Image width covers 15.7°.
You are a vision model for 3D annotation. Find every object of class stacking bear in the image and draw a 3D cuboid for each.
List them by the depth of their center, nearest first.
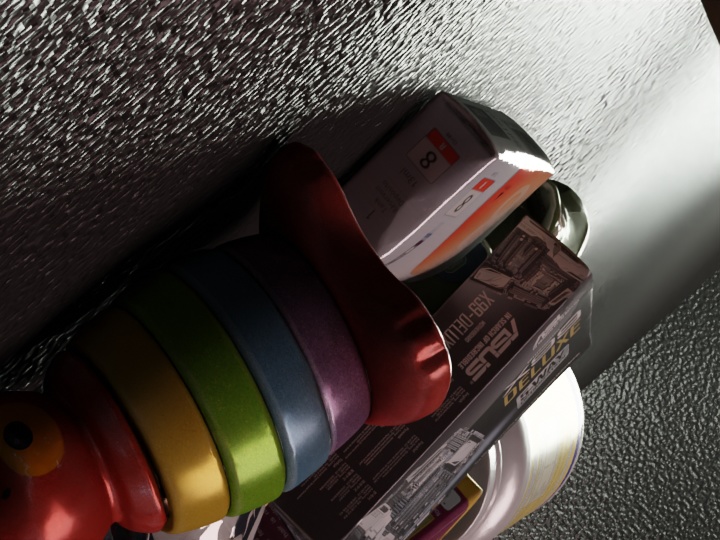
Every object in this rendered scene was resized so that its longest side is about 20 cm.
[{"bbox_3d":[-0.081,0.057,1.052,0.199,0.122,0.114,-29,160,-19],"label":"stacking bear"}]

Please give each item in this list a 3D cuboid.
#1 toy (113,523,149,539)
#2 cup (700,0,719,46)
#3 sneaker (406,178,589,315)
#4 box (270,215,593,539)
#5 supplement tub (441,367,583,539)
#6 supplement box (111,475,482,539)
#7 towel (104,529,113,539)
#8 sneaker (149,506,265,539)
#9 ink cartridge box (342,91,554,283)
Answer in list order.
[{"bbox_3d":[-0.141,0.198,1.300,0.115,0.047,0.202,-122,-144,-68],"label":"toy"},{"bbox_3d":[0.213,-0.163,1.117,0.200,0.143,0.200,-41,171,-7],"label":"cup"},{"bbox_3d":[0.090,-0.022,1.485,0.090,0.067,0.200,-42,169,39],"label":"sneaker"},{"bbox_3d":[0.040,0.075,1.384,0.200,0.050,0.158,-46,167,-8],"label":"box"},{"bbox_3d":[0.057,0.111,1.723,0.145,0.146,0.200,-45,171,18],"label":"supplement tub"},{"bbox_3d":[-0.046,0.153,1.532,0.200,0.131,0.103,-32,167,-42],"label":"supplement box"},{"bbox_3d":[-0.169,0.179,1.113,0.200,0.034,0.194,-49,145,-39],"label":"towel"},{"bbox_3d":[-0.083,0.177,1.337,0.079,0.130,0.200,3,140,-27],"label":"sneaker"},{"bbox_3d":[0.000,0.000,1.280,0.200,0.050,0.162,-47,170,9],"label":"ink cartridge box"}]
